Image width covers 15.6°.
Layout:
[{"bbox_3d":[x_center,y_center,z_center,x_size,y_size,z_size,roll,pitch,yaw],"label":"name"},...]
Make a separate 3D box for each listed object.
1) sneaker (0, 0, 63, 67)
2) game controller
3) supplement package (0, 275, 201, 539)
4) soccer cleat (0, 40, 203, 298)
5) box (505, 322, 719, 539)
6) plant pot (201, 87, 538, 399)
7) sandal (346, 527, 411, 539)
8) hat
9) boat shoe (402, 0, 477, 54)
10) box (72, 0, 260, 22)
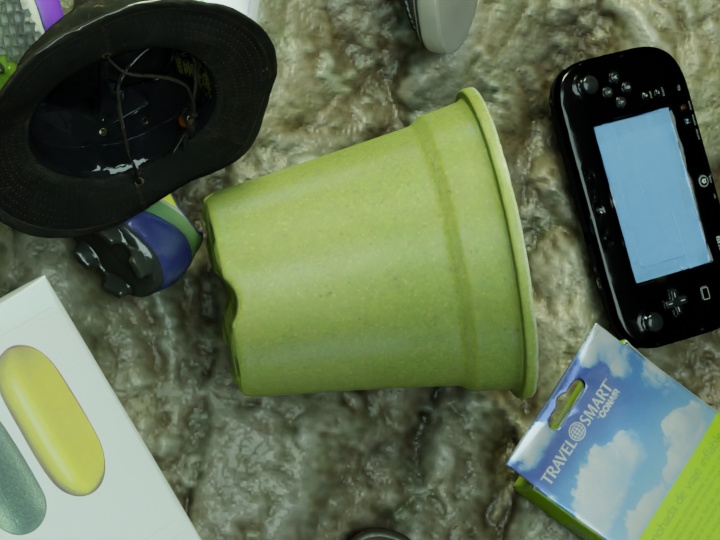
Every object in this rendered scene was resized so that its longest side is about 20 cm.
[{"bbox_3d":[-0.208,-0.223,1.648,0.099,0.070,0.200,-16,72,-29],"label":"sneaker"},{"bbox_3d":[0.194,-0.050,1.782,0.104,0.042,0.200,-15,90,-17],"label":"game controller"},{"bbox_3d":[-0.214,0.130,1.589,0.152,0.151,0.200,-31,94,-16],"label":"supplement package"},{"bbox_3d":[-0.178,-0.072,1.675,0.200,0.065,0.084,52,45,-2],"label":"soccer cleat"},{"bbox_3d":[0.198,0.140,1.763,0.200,0.048,0.122,36,76,-10],"label":"box"},{"bbox_3d":[0.000,0.000,1.659,0.184,0.200,0.201,-11,88,-5],"label":"plant pot"},{"bbox_3d":[0.012,0.267,1.693,0.082,0.055,0.200,13,82,-15],"label":"sandal"},{"bbox_3d":[-0.154,-0.114,1.580,0.200,0.201,0.081,-17,56,-17],"label":"hat"},{"bbox_3d":[0.024,-0.244,1.737,0.075,0.093,0.200,-35,128,-54],"label":"boat shoe"},{"bbox_3d":[-0.114,-0.244,1.662,0.101,0.112,0.200,8,91,-16],"label":"box"}]
